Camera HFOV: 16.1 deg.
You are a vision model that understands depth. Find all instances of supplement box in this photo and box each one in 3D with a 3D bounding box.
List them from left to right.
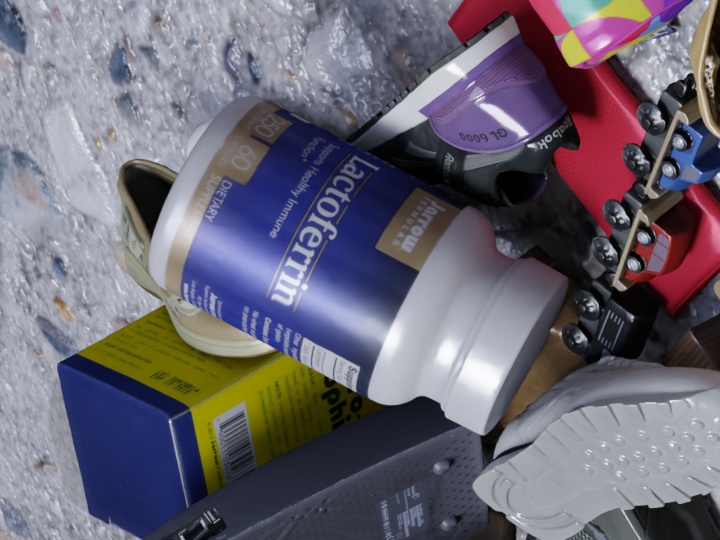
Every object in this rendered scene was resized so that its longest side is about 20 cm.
[{"bbox_3d":[-0.060,0.073,1.498,0.109,0.200,0.110,21,130,44],"label":"supplement box"}]

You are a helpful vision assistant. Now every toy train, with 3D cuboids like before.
[{"bbox_3d":[0.145,-0.019,1.285,0.046,0.034,0.200,40,141,23],"label":"toy train"}]

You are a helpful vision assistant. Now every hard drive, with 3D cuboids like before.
[{"bbox_3d":[-0.025,0.144,1.411,0.042,0.200,0.135,57,167,32],"label":"hard drive"}]

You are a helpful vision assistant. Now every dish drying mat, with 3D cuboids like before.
[{"bbox_3d":[0.122,-0.074,1.323,0.200,0.018,0.077,54,146,12],"label":"dish drying mat"}]

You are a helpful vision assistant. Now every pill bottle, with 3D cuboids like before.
[{"bbox_3d":[0.000,0.000,1.337,0.200,0.116,0.116,27,138,9],"label":"pill bottle"}]

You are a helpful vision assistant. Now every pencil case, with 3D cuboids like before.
[{"bbox_3d":[0.091,-0.191,1.226,0.200,0.088,0.088,57,146,3],"label":"pencil case"}]

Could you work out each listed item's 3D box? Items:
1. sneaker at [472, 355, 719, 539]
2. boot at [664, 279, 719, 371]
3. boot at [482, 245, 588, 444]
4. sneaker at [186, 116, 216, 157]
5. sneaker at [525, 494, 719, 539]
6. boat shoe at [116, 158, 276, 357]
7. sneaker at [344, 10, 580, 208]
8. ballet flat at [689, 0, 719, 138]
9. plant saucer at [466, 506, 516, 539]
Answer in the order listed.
[{"bbox_3d":[0.132,0.074,1.289,0.076,0.081,0.200,44,148,-15],"label":"sneaker"},{"bbox_3d":[0.230,0.063,1.224,0.155,0.077,0.200,53,148,15],"label":"boot"},{"bbox_3d":[0.081,0.076,1.442,0.075,0.074,0.200,42,140,12],"label":"boot"},{"bbox_3d":[-0.028,-0.047,1.468,0.200,0.070,0.080,29,176,32],"label":"sneaker"},{"bbox_3d":[0.156,0.183,1.414,0.114,0.076,0.200,-28,87,58],"label":"sneaker"},{"bbox_3d":[-0.090,-0.007,1.466,0.200,0.073,0.063,29,142,52],"label":"boat shoe"},{"bbox_3d":[0.052,-0.062,1.355,0.088,0.076,0.200,52,161,-2],"label":"sneaker"},{"bbox_3d":[0.193,-0.137,1.139,0.069,0.063,0.200,13,136,5],"label":"ballet flat"},{"bbox_3d":[0.006,0.200,1.481,0.200,0.200,0.029,-15,106,55],"label":"plant saucer"}]
